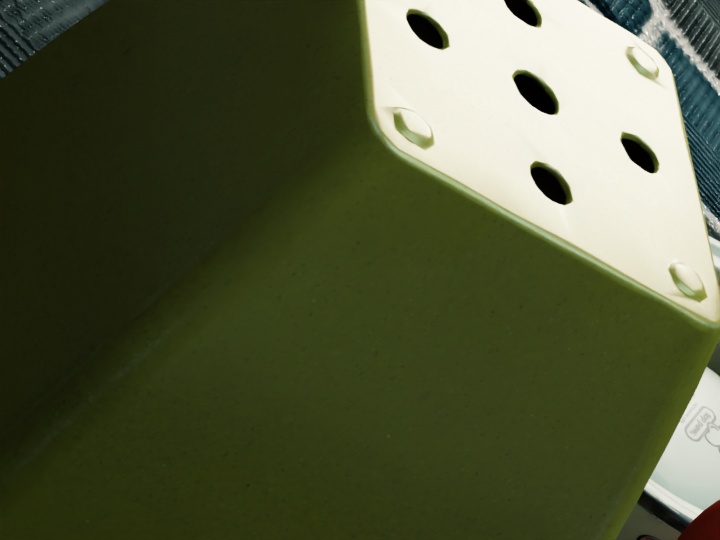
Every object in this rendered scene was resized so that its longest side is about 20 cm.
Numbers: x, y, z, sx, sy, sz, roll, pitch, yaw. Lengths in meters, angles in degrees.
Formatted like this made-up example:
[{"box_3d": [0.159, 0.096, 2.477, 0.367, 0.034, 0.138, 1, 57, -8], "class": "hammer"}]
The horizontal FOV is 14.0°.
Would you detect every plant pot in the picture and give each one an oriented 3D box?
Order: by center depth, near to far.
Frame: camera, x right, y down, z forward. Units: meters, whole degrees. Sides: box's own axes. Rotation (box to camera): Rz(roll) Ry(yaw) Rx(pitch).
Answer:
[{"box_3d": [0.000, 0.000, 0.920, 0.200, 0.176, 0.200, 28, 35, -26], "class": "plant pot"}]

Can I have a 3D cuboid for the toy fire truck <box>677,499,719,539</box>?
[{"box_3d": [0.155, 0.187, 1.100, 0.200, 0.168, 0.112, 32, 14, -49], "class": "toy fire truck"}]

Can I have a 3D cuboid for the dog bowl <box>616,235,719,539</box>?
[{"box_3d": [0.126, 0.067, 1.219, 0.200, 0.074, 0.200, 24, 34, -18], "class": "dog bowl"}]
